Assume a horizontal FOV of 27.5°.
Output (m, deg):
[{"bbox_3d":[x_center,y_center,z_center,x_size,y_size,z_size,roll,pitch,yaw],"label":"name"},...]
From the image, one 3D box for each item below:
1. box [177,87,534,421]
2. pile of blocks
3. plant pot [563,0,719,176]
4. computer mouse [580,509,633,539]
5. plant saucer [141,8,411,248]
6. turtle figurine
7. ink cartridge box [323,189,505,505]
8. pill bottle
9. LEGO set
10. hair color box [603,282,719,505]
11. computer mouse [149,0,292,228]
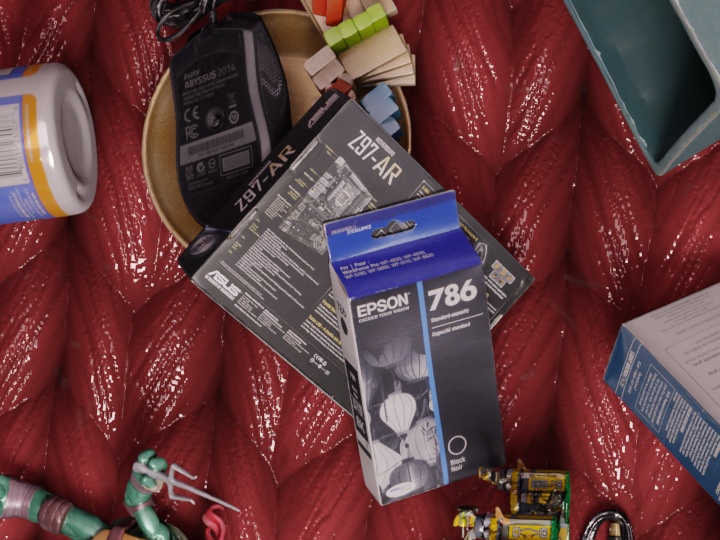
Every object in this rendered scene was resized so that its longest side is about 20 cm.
[{"bbox_3d":[0.000,0.000,1.007,0.200,0.044,0.160,41,90,-27],"label":"box"},{"bbox_3d":[-0.003,-0.128,1.031,0.082,0.062,0.201,-5,83,6],"label":"pile of blocks"},{"bbox_3d":[0.260,-0.212,0.986,0.199,0.196,0.197,-26,81,-5],"label":"plant pot"},{"bbox_3d":[0.184,0.267,1.016,0.058,0.034,0.201,-10,82,6],"label":"computer mouse"},{"bbox_3d":[-0.060,-0.090,1.083,0.199,0.035,0.201,-1,83,6],"label":"plant saucer"},{"bbox_3d":[-0.174,0.205,1.033,0.199,0.101,0.150,4,69,22],"label":"turtle figurine"},{"bbox_3d":[0.039,0.054,0.995,0.099,0.039,0.201,-16,112,-14],"label":"ink cartridge box"},{"bbox_3d":[-0.302,-0.084,1.072,0.199,0.112,0.113,-7,83,7],"label":"pill bottle"},{"bbox_3d":[0.075,0.205,0.968,0.115,0.200,0.155,0,102,11],"label":"LEGO set"},{"bbox_3d":[0.261,0.103,0.954,0.100,0.061,0.200,-20,50,-27],"label":"hair color box"},{"bbox_3d":[-0.084,-0.123,1.037,0.138,0.053,0.201,-8,80,34],"label":"computer mouse"}]
